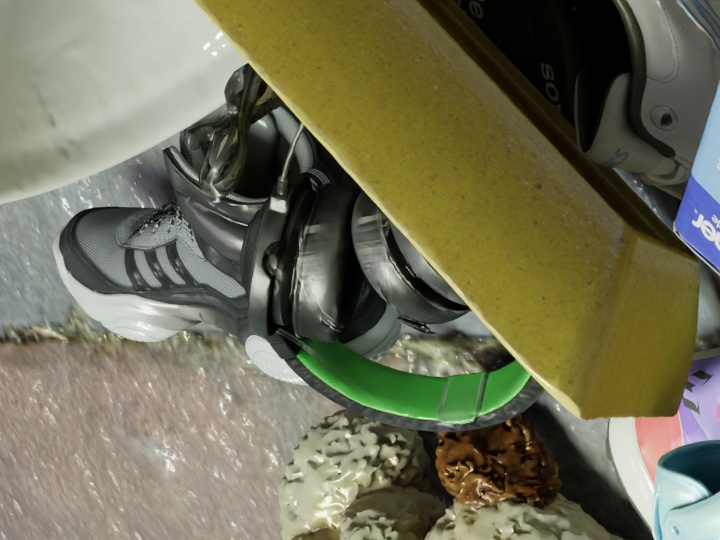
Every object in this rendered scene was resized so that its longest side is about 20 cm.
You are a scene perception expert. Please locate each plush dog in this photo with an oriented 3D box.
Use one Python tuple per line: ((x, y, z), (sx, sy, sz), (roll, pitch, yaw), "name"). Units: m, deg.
((0.044, 0.150, 1.069), (0.172, 0.160, 0.200), (-30, 94, 37), "plush dog")

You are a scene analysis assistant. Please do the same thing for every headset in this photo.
((0.000, 0.000, 0.975), (0.123, 0.094, 0.200), (-9, 131, 29), "headset")

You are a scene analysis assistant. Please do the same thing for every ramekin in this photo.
((-0.105, -0.118, 0.884), (0.105, 0.200, 0.200), (60, 153, 15), "ramekin")

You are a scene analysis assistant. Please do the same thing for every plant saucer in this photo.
((0.037, -0.041, 0.812), (0.200, 0.048, 0.200), (49, -170, 13), "plant saucer")

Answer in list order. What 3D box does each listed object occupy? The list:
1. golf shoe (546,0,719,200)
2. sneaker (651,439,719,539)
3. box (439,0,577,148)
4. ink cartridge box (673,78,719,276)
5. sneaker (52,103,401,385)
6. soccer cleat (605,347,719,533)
((0.107, -0.044, 0.806), (0.078, 0.097, 0.200), (-16, 108, 58), "golf shoe")
((0.129, 0.098, 0.851), (0.082, 0.074, 0.200), (37, 122, 15), "sneaker")
((0.013, -0.127, 0.923), (0.200, 0.036, 0.143), (19, 135, 45), "box")
((0.163, -0.062, 0.661), (0.076, 0.136, 0.200), (42, 148, 25), "ink cartridge box")
((-0.070, -0.026, 1.113), (0.200, 0.075, 0.114), (17, 132, 41), "sneaker")
((0.169, 0.116, 0.910), (0.200, 0.068, 0.073), (55, 140, 1), "soccer cleat")
